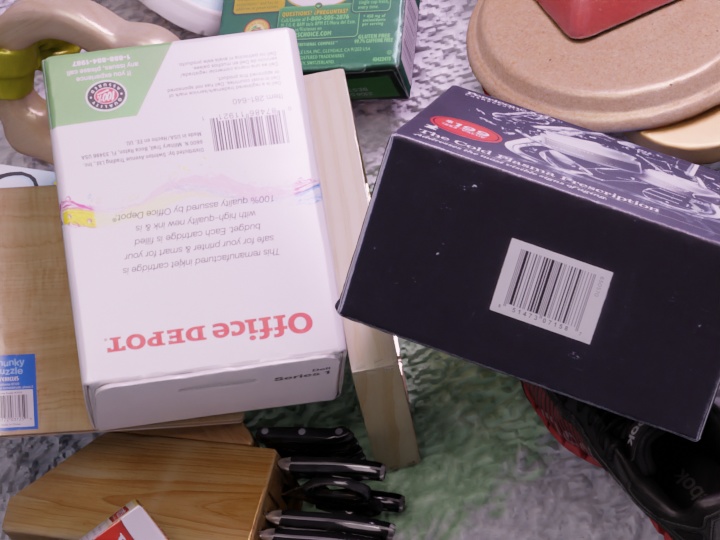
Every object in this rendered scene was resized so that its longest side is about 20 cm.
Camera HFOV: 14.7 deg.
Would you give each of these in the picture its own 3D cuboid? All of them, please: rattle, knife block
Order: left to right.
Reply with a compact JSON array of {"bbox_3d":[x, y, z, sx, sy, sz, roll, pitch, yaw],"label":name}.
[{"bbox_3d":[-0.129,-0.133,1.736,0.199,0.131,0.143,-4,17,30],"label":"rattle"},{"bbox_3d":[-0.079,0.152,1.576,0.200,0.064,0.176,-34,57,-4],"label":"knife block"}]

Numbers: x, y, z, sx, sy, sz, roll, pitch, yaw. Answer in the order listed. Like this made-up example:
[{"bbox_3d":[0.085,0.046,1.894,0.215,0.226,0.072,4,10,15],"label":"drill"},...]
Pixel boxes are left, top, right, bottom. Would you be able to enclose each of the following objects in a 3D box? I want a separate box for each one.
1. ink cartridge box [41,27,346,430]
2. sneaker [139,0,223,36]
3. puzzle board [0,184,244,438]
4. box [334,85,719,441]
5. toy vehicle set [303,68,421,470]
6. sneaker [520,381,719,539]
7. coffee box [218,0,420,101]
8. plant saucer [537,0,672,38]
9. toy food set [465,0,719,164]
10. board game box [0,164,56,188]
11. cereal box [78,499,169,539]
[{"bbox_3d":[-0.093,-0.022,1.553,0.144,0.084,0.201,-7,69,-5],"label":"ink cartridge box"},{"bbox_3d":[-0.126,-0.236,1.786,0.200,0.074,0.082,57,130,32],"label":"sneaker"},{"bbox_3d":[-0.171,0.023,1.583,0.199,0.017,0.151,-4,68,-6],"label":"puzzle board"},{"bbox_3d":[0.110,-0.010,1.475,0.199,0.182,0.105,19,104,7],"label":"box"},{"bbox_3d":[0.000,0.000,1.602,0.026,0.124,0.201,-11,58,1],"label":"toy vehicle set"},{"bbox_3d":[0.154,0.085,1.526,0.071,0.098,0.200,-40,57,-6],"label":"sneaker"},{"bbox_3d":[-0.020,-0.199,1.738,0.122,0.044,0.201,-3,62,15],"label":"coffee box"},{"bbox_3d":[0.171,-0.240,1.694,0.199,0.037,0.200,-23,43,-11],"label":"plant saucer"},{"bbox_3d":[0.162,-0.143,1.656,0.199,0.049,0.198,5,46,20],"label":"toy food set"},{"bbox_3d":[-0.235,0.000,1.684,0.199,0.105,0.103,9,65,20],"label":"board game box"},{"bbox_3d":[-0.159,0.241,1.521,0.200,0.040,0.144,-37,95,-5],"label":"cereal box"}]
